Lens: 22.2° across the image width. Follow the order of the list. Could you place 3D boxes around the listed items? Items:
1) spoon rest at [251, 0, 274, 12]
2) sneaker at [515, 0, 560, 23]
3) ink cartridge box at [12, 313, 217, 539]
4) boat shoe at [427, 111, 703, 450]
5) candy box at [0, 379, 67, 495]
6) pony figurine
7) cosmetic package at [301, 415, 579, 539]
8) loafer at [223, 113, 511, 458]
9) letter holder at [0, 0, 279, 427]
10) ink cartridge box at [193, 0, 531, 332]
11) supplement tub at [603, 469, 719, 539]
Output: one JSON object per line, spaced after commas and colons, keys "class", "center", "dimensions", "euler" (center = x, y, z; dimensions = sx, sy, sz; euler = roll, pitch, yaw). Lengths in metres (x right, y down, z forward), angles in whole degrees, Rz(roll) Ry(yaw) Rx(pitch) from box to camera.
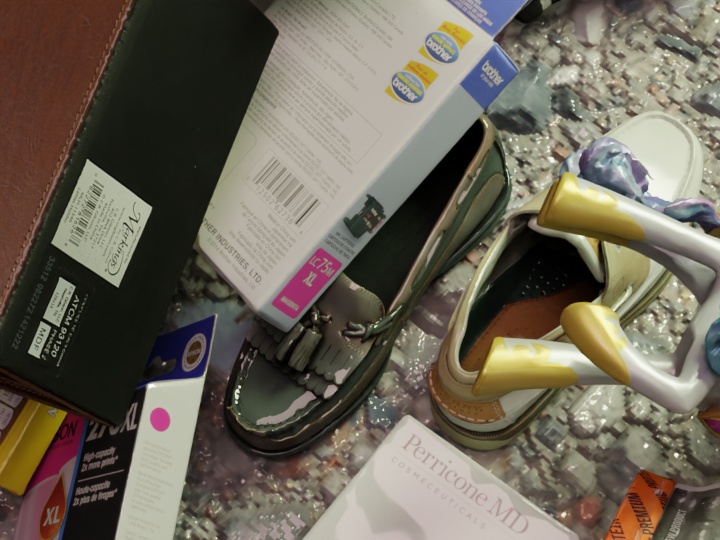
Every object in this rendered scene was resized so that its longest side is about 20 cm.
{"class": "spoon rest", "center": [-0.033, -0.124, 0.957], "dimensions": [0.199, 0.061, 0.100], "euler": [14, 66, 9]}
{"class": "sneaker", "center": [0.108, -0.172, 0.975], "dimensions": [0.199, 0.076, 0.088], "euler": [3, 80, 8]}
{"class": "ink cartridge box", "center": [-0.120, 0.115, 0.835], "dimensions": [0.037, 0.094, 0.201], "euler": [29, 59, -31]}
{"class": "boat shoe", "center": [0.105, -0.004, 0.887], "dimensions": [0.075, 0.068, 0.200], "euler": [30, 70, 17]}
{"class": "candy box", "center": [-0.153, -0.002, 0.888], "dimensions": [0.102, 0.026, 0.201], "euler": [22, 80, 37]}
{"class": "pony figurine", "center": [0.169, 0.017, 0.793], "dimensions": [0.199, 0.167, 0.194], "euler": [23, 51, 2]}
{"class": "cosmetic package", "center": [-0.001, 0.173, 0.808], "dimensions": [0.101, 0.074, 0.200], "euler": [34, 72, 17]}
{"class": "loafer", "center": [0.000, 0.000, 0.894], "dimensions": [0.072, 0.063, 0.200], "euler": [34, 71, 18]}
{"class": "letter holder", "center": [-0.150, -0.052, 0.831], "dimensions": [0.142, 0.101, 0.201], "euler": [14, 77, 33]}
{"class": "ink cartridge box", "center": [-0.010, -0.083, 0.881], "dimensions": [0.200, 0.042, 0.119], "euler": [-50, 56, 5]}
{"class": "supplement tub", "center": [0.190, 0.168, 0.770], "dimensions": [0.199, 0.123, 0.123], "euler": [24, 68, 14]}
